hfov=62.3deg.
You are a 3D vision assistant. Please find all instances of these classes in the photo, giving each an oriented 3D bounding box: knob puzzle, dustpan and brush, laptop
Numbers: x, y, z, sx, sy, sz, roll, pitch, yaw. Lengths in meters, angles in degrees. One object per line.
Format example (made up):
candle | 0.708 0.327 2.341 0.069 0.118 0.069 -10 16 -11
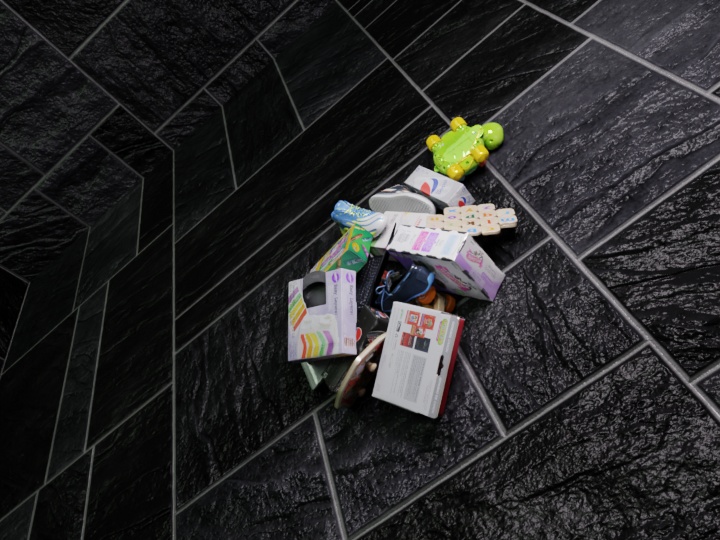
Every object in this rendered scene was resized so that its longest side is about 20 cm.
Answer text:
knob puzzle | 0.015 0.213 1.248 0.030 0.220 0.220 35 82 18
dustpan and brush | -0.086 0.169 1.394 0.200 0.057 0.140 -42 57 20
laptop | 0.000 0.000 1.397 0.199 0.103 0.178 -9 43 34

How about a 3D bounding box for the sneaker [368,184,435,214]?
sneaker | 0.122 -0.183 1.569 0.199 0.079 0.079 15 39 36

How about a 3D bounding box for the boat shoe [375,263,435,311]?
boat shoe | 0.087 0.028 1.313 0.200 0.069 0.084 -38 21 48

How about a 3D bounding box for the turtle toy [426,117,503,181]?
turtle toy | 0.274 -0.310 1.519 0.200 0.101 0.146 -35 61 12

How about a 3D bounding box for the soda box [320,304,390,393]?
soda box | -0.004 0.182 1.336 0.200 0.063 0.071 -59 35 11

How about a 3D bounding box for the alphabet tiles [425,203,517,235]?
alphabet tiles | 0.247 -0.111 1.341 0.199 0.015 0.196 -4 23 9

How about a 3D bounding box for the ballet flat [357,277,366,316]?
ballet flat | -0.005 0.083 1.462 0.071 0.069 0.201 -1 58 28

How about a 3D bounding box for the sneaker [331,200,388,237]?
sneaker | -0.015 -0.133 1.539 0.200 0.105 0.076 -7 48 58

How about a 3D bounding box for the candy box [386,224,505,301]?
candy box | 0.183 -0.017 1.286 0.200 0.168 0.072 12 66 49

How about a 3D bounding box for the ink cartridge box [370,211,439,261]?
ink cartridge box | 0.120 -0.082 1.491 0.200 0.067 0.117 11 64 50

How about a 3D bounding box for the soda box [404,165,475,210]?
soda box | 0.200 -0.203 1.524 0.063 0.068 0.200 -48 37 -2

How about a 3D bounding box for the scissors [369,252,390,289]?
scissors | 0.047 0.001 1.472 0.200 0.073 0.014 46 133 43

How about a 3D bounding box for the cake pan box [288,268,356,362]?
cake pan box | -0.089 0.102 1.351 0.184 0.052 0.201 -12 72 40

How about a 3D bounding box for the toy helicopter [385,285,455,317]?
toy helicopter | 0.114 0.100 1.346 0.200 0.079 0.133 2 67 58

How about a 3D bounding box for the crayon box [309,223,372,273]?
crayon box | -0.058 -0.009 1.454 0.200 0.058 0.119 -44 19 33

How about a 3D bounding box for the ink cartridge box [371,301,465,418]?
ink cartridge box | 0.130 0.178 1.180 0.175 0.084 0.201 10 85 48
